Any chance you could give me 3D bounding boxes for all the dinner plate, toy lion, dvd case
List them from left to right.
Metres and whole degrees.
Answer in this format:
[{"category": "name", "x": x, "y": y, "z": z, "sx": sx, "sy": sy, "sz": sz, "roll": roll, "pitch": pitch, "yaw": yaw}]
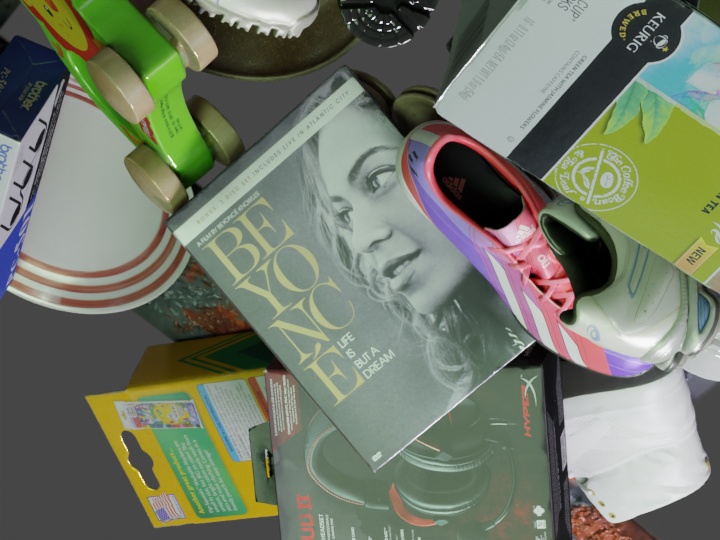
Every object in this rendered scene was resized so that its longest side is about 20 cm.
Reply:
[{"category": "dinner plate", "x": -0.200, "y": -0.057, "z": 1.707, "sx": 0.199, "sy": 0.024, "sz": 0.201, "roll": 11, "pitch": 131, "yaw": 13}, {"category": "toy lion", "x": -0.163, "y": -0.148, "z": 1.535, "sx": 0.192, "sy": 0.069, "sz": 0.200, "roll": 44, "pitch": 167, "yaw": 21}, {"category": "dvd case", "x": 0.000, "y": 0.000, "z": 1.550, "sx": 0.148, "sy": 0.016, "sz": 0.200, "roll": -40, "pitch": 92, "yaw": 12}]

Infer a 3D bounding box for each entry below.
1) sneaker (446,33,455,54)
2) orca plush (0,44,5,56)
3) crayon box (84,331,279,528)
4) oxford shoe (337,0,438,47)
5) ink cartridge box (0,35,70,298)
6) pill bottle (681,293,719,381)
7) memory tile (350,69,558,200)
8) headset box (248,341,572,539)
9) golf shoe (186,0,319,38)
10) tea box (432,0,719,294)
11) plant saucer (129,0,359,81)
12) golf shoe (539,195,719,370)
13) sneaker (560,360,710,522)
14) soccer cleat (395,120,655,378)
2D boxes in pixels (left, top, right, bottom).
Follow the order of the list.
[{"category": "sneaker", "x": 0.122, "y": -0.159, "z": 1.471, "sx": 0.079, "sy": 0.076, "sz": 0.200, "roll": 35, "pitch": 130, "yaw": -6}, {"category": "orca plush", "x": -0.261, "y": -0.151, "z": 1.627, "sx": 0.071, "sy": 0.105, "sz": 0.201, "roll": -1, "pitch": 111, "yaw": -15}, {"category": "crayon box", "x": -0.073, "y": 0.106, "z": 1.770, "sx": 0.199, "sy": 0.052, "sz": 0.126, "roll": -9, "pitch": 123, "yaw": 25}, {"category": "oxford shoe", "x": 0.039, "y": -0.229, "z": 1.438, "sx": 0.072, "sy": 0.085, "sz": 0.201, "roll": 28, "pitch": 105, "yaw": -20}, {"category": "ink cartridge box", "x": -0.239, "y": -0.044, "z": 1.655, "sx": 0.044, "sy": 0.094, "sz": 0.201, "roll": 23, "pitch": 132, "yaw": 1}, {"category": "pill bottle", "x": 0.243, "y": -0.030, "z": 1.504, "sx": 0.110, "sy": 0.111, "sz": 0.200, "roll": 28, "pitch": 131, "yaw": -3}, {"category": "memory tile", "x": 0.061, "y": -0.039, "z": 1.591, "sx": 0.152, "sy": 0.017, "sz": 0.201, "roll": 14, "pitch": 141, "yaw": 30}, {"category": "headset box", "x": 0.028, "y": 0.120, "z": 1.625, "sx": 0.198, "sy": 0.075, "sz": 0.150, "roll": -1, "pitch": 104, "yaw": 13}, {"category": "golf shoe", "x": -0.089, "y": -0.217, "z": 1.460, "sx": 0.200, "sy": 0.078, "sz": 0.097, "roll": 39, "pitch": 124, "yaw": -13}, {"category": "tea box", "x": 0.161, "y": -0.127, "z": 1.303, "sx": 0.196, "sy": 0.201, "sz": 0.134, "roll": 31, "pitch": 128, "yaw": -12}, {"category": "plant saucer", "x": -0.075, "y": -0.206, "z": 1.533, "sx": 0.199, "sy": 0.037, "sz": 0.201, "roll": 10, "pitch": 130, "yaw": 12}, {"category": "golf shoe", "x": 0.147, "y": -0.044, "z": 1.454, "sx": 0.097, "sy": 0.201, "sz": 0.078, "roll": 10, "pitch": 144, "yaw": -21}, {"category": "sneaker", "x": 0.129, "y": 0.120, "z": 1.692, "sx": 0.199, "sy": 0.074, "sz": 0.116, "roll": -9, "pitch": 120, "yaw": 25}, {"category": "soccer cleat", "x": 0.101, "y": -0.010, "z": 1.496, "sx": 0.200, "sy": 0.073, "sz": 0.068, "roll": 44, "pitch": 87, "yaw": -5}]
